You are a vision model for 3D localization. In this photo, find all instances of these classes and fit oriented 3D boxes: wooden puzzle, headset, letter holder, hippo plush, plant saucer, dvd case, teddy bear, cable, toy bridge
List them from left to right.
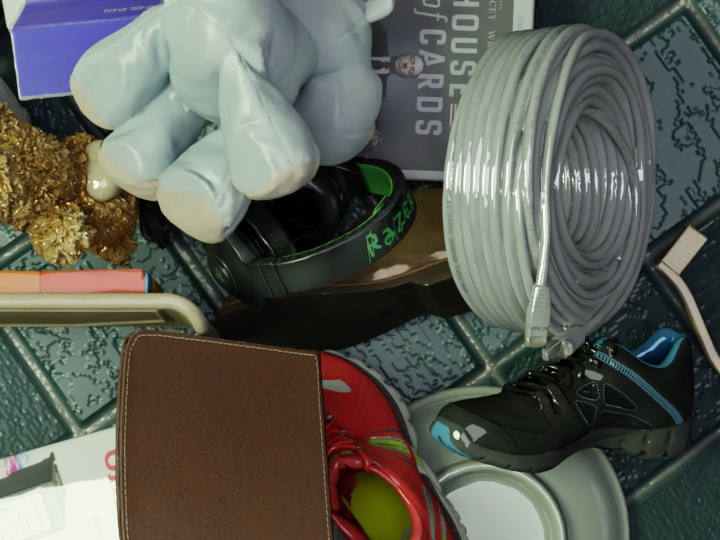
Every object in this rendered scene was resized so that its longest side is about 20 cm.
[{"bbox_3d":[-0.211,-0.063,1.328,0.200,0.145,0.067,23,109,-28],"label":"teddy bear"},{"bbox_3d":[-0.190,0.019,1.364,0.200,0.185,0.037,5,85,-1],"label":"wooden puzzle"},{"bbox_3d":[-0.101,0.149,1.295,0.142,0.101,0.200,9,65,-33],"label":"letter holder"},{"bbox_3d":[-0.072,-0.126,1.337,0.159,0.161,0.200,-6,99,33],"label":"hippo plush"},{"bbox_3d":[-0.062,-0.038,1.385,0.200,0.124,0.094,-5,122,36],"label":"headset"},{"bbox_3d":[0.014,-0.133,1.436,0.200,0.025,0.150,3,89,9],"label":"dvd case"},{"bbox_3d":[0.080,0.176,1.436,0.200,0.050,0.200,0,89,-1],"label":"plant saucer"},{"bbox_3d":[0.124,-0.055,1.374,0.069,0.200,0.200,2,103,31],"label":"cable"},{"bbox_3d":[0.275,0.056,1.452,0.200,0.027,0.067,39,91,-1],"label":"toy bridge"}]

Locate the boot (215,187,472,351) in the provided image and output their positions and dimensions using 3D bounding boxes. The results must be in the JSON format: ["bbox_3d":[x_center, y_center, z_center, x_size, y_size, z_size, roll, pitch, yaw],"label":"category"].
[{"bbox_3d":[0.000,0.000,1.439,0.200,0.074,0.075,-13,62,2],"label":"boot"}]

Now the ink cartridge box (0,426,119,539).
[{"bbox_3d":[-0.209,0.192,1.389,0.200,0.086,0.148,-17,78,8],"label":"ink cartridge box"}]

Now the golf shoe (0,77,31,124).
[{"bbox_3d":[-0.311,-0.071,1.404,0.200,0.078,0.097,-28,120,-9],"label":"golf shoe"}]

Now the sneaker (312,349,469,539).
[{"bbox_3d":[-0.001,0.121,1.389,0.077,0.085,0.200,-44,60,11],"label":"sneaker"}]

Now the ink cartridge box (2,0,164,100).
[{"bbox_3d":[-0.134,-0.216,1.379,0.198,0.043,0.200,-9,88,-26],"label":"ink cartridge box"}]

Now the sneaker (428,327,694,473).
[{"bbox_3d":[0.130,0.079,1.393,0.200,0.073,0.082,-4,109,-35],"label":"sneaker"}]
